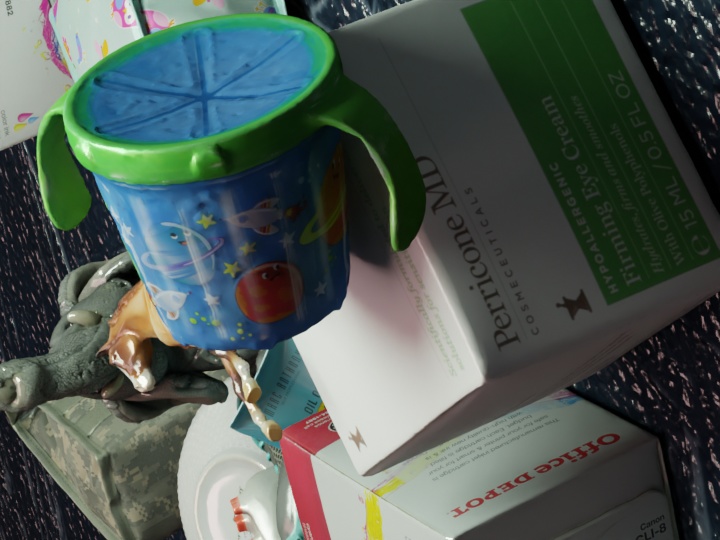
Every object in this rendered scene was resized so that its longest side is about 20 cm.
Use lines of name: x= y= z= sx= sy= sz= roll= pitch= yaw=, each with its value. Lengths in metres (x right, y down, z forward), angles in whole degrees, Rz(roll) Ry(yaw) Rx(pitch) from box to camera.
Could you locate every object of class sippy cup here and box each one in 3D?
sippy cup: x=-0.063 y=-0.037 z=1.407 sx=0.178 sy=0.140 sz=0.130 roll=36 pitch=146 yaw=52

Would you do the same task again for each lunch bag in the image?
lunch bag: x=-0.106 y=-0.123 z=1.864 sx=0.200 sy=0.122 sz=0.170 roll=68 pitch=157 yaw=13
lunch bag: x=-0.156 y=0.093 z=2.116 sx=0.200 sy=0.164 sz=0.118 roll=35 pitch=147 yaw=51

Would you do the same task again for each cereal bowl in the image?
cereal bowl: x=-0.051 y=0.158 z=1.955 sx=0.200 sy=0.083 sz=0.200 roll=11 pitch=107 yaw=39

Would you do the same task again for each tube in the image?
tube: x=0.002 y=0.102 z=1.777 sx=0.050 sy=0.077 sz=0.200 roll=4 pitch=156 yaw=48

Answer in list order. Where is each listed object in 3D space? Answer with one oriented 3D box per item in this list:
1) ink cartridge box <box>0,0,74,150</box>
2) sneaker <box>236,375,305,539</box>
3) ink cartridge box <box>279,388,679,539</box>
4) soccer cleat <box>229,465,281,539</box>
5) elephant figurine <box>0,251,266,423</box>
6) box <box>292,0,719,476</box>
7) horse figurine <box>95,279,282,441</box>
ink cartridge box: x=-0.229 y=-0.175 z=1.984 sx=0.084 sy=0.200 sz=0.145 roll=33 pitch=140 yaw=48
sneaker: x=-0.038 y=0.099 z=1.850 sx=0.078 sy=0.091 sz=0.200 roll=48 pitch=-144 yaw=-38
ink cartridge box: x=0.074 y=0.154 z=1.689 sx=0.200 sy=0.145 sz=0.145 roll=28 pitch=136 yaw=57
soccer cleat: x=-0.018 y=0.211 z=1.838 sx=0.069 sy=0.078 sz=0.200 roll=86 pitch=163 yaw=-69
elephant figurine: x=-0.131 y=0.034 z=1.797 sx=0.155 sy=0.200 sz=0.142 roll=71 pitch=178 yaw=-52
box: x=0.056 y=-0.030 z=1.520 sx=0.199 sy=0.171 sz=0.200 roll=64 pitch=156 yaw=8
horse figurine: x=-0.084 y=0.001 z=1.556 sx=0.133 sy=0.050 sz=0.200 roll=43 pitch=141 yaw=37
